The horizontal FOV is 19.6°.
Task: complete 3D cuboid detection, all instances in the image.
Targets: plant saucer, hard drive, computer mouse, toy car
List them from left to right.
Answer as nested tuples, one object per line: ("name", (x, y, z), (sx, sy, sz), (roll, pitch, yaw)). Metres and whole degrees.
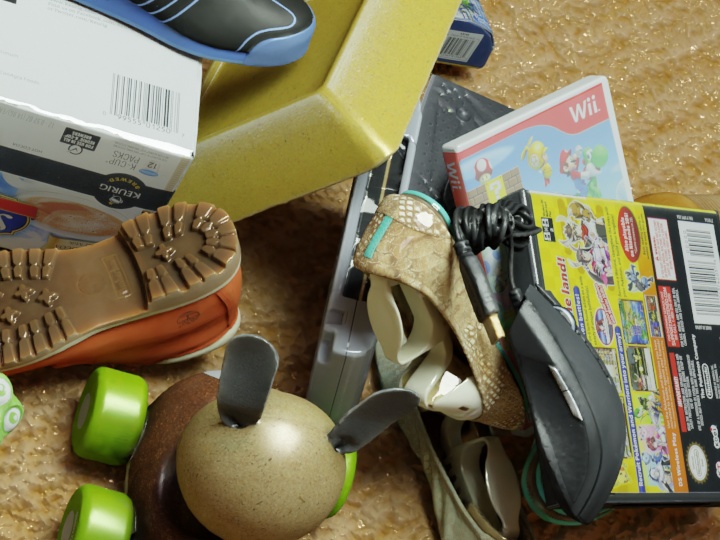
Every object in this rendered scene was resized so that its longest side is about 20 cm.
("toy car", (-0.057, 0.096, 1.159), (0.164, 0.200, 0.158), (17, 51, -18))
("plant saucer", (-0.041, -0.120, 1.329), (0.048, 0.200, 0.200), (49, 42, -26))
("hard drive", (0.083, -0.032, 1.438), (0.135, 0.042, 0.200), (22, 50, -14))
("computer mouse", (0.109, 0.047, 1.193), (0.140, 0.046, 0.200), (7, 67, -70))

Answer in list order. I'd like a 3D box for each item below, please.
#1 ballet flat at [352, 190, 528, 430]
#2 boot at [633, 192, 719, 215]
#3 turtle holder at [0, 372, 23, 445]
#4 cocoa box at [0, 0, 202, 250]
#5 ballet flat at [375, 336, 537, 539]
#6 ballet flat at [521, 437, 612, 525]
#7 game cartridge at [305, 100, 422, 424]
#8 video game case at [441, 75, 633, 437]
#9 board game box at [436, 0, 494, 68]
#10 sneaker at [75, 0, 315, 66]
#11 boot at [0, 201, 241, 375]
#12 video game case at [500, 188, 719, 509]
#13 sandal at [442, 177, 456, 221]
("ballet flat", (0.041, 0.040, 1.220), (0.070, 0.200, 0.065), (19, 58, 43))
("boot", (0.254, 0.024, 1.473), (0.144, 0.071, 0.201), (-13, 54, -40))
("turtle holder", (-0.264, 0.008, 1.134), (0.132, 0.141, 0.185), (-27, 46, -28))
("cocoa box", (-0.211, -0.103, 1.265), (0.200, 0.131, 0.133), (16, 48, -19))
("ballet flat", (0.066, 0.105, 1.316), (0.067, 0.062, 0.200), (-3, 59, -32))
("ballet flat", (0.154, 0.116, 1.356), (0.200, 0.070, 0.067), (-23, 99, -42))
("game cartridge", (0.000, 0.000, 1.304), (0.040, 0.133, 0.200), (15, 58, -4))
("video game case", (0.129, -0.010, 1.362), (0.143, 0.017, 0.200), (-27, 110, -35))
("board game box", (-0.011, -0.248, 1.519), (0.200, 0.062, 0.200), (5, 48, -30))
("sneaker", (-0.112, -0.186, 1.243), (0.200, 0.078, 0.070), (17, 44, -17))
("boot", (-0.163, 0.033, 1.235), (0.200, 0.107, 0.075), (-15, 61, -5))
("video game case", (0.176, 0.052, 1.332), (0.181, 0.025, 0.200), (5, 71, -38))
("sandal", (0.084, -0.063, 1.381), (0.045, 0.075, 0.200), (51, 52, -2))
